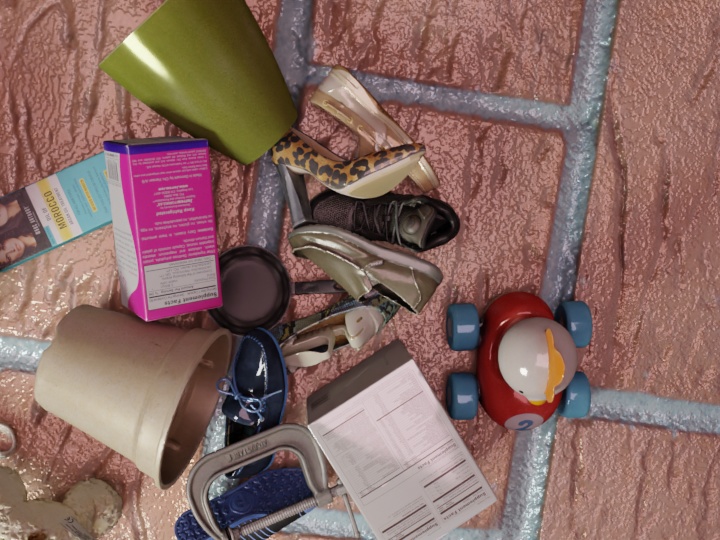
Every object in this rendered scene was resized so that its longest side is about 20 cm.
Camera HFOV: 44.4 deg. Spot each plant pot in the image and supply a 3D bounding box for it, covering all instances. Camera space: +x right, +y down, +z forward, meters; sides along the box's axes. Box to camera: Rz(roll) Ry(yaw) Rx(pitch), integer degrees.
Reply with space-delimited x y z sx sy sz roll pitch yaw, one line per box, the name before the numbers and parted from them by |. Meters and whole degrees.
plant pot | -0.174 -0.231 1.052 0.187 0.187 0.200 -42 110 0
plant pot | -0.277 0.133 1.063 0.181 0.200 0.203 21 92 6

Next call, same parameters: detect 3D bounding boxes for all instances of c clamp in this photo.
c clamp | -0.107 0.279 1.077 0.197 0.027 0.173 -14 100 -14

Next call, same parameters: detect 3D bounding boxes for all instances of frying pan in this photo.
frying pan | -0.110 0.010 1.126 0.188 0.031 0.116 -25 85 -4

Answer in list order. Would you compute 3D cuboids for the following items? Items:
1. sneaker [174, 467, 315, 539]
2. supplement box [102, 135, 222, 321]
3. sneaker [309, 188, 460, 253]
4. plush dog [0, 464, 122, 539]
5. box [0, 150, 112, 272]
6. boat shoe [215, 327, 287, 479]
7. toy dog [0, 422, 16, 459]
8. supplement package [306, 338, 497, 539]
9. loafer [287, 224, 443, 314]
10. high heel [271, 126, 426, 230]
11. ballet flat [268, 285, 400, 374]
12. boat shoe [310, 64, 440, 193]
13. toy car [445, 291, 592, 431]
sneaker | -0.140 0.318 1.137 0.198 0.078 0.071 -16 51 -14
supplement box | -0.235 -0.054 1.049 0.102 0.101 0.203 -9 104 -30
sneaker | 0.030 -0.067 1.098 0.197 0.114 0.077 9 92 -2
plush dog | -0.402 0.355 1.075 0.198 0.161 0.173 12 117 -19
box | -0.378 -0.074 1.097 0.198 0.049 0.083 -25 95 -3
boat shoe | -0.134 0.173 1.090 0.068 0.084 0.203 -17 115 -46
toy dog | -0.532 0.205 1.074 0.132 0.096 0.200 -43 101 1
supplement package | 0.045 0.219 1.098 0.150 0.152 0.201 -32 96 -1
loafer | 0.000 0.000 1.078 0.198 0.075 0.070 18 78 6
high heel | -0.022 -0.151 1.071 0.198 0.071 0.144 -24 70 24
ballet flat | -0.031 0.082 1.122 0.198 0.074 0.075 -24 95 2
boat shoe | 0.017 -0.165 1.113 0.069 0.074 0.200 -43 87 3
toy car | 0.209 0.122 1.079 0.182 0.200 0.180 0 94 -4
